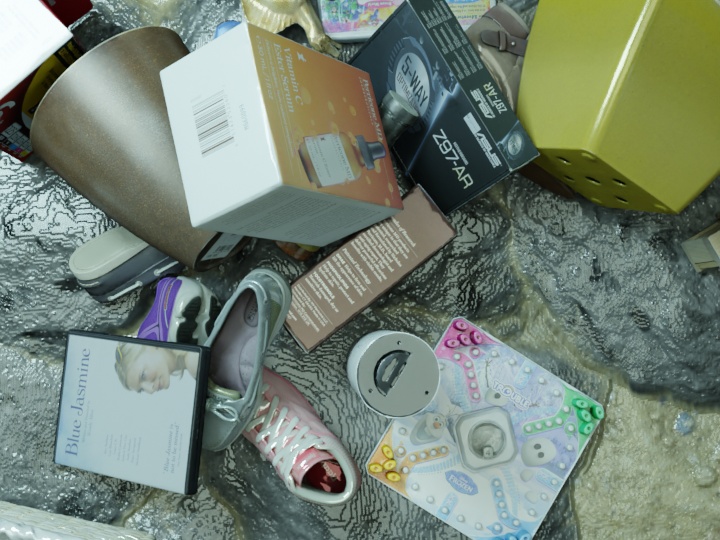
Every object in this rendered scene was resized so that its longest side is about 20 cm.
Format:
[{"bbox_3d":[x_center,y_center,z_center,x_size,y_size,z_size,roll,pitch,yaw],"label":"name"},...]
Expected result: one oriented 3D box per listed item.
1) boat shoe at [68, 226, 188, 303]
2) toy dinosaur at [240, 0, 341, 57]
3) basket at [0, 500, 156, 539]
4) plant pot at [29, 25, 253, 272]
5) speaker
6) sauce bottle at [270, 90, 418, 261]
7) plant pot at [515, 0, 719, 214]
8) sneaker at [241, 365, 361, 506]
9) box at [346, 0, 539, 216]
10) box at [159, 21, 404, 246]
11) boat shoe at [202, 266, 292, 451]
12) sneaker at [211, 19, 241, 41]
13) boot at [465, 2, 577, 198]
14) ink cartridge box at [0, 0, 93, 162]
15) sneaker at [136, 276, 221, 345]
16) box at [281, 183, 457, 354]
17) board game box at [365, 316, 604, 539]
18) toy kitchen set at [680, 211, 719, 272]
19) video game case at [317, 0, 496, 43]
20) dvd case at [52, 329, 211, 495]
[{"bbox_3d":[-0.209,-0.028,1.120,0.199,0.073,0.063,-26,132,-11],"label":"boat shoe"},{"bbox_3d":[-0.098,-0.304,1.118,0.199,0.058,0.102,28,81,3],"label":"toy dinosaur"},{"bbox_3d":[-0.319,0.341,1.028,0.197,0.161,0.201,13,86,-3],"label":"basket"},{"bbox_3d":[-0.189,-0.102,1.032,0.187,0.187,0.200,-40,79,-5],"label":"plant pot"},{"bbox_3d":[0.028,0.100,1.047,0.081,0.200,0.082,0,87,-4],"label":"speaker"},{"bbox_3d":[-0.017,-0.099,1.092,0.066,0.066,0.200,44,107,-1],"label":"sauce bottle"},{"bbox_3d":[0.271,-0.168,1.053,0.199,0.200,0.177,30,84,-25],"label":"plant pot"},{"bbox_3d":[-0.075,0.169,1.085,0.200,0.105,0.075,44,86,1],"label":"sneaker"},{"bbox_3d":[0.078,-0.167,1.087,0.043,0.160,0.201,-31,90,-30],"label":"box"},{"bbox_3d":[-0.068,-0.117,0.968,0.106,0.200,0.153,-22,75,30],"label":"box"},{"bbox_3d":[-0.129,0.093,1.036,0.074,0.065,0.203,29,108,11],"label":"boat shoe"},{"bbox_3d":[-0.109,-0.175,1.110,0.078,0.089,0.201,-19,86,-5],"label":"sneaker"},{"bbox_3d":[0.188,-0.191,1.141,0.200,0.070,0.147,34,78,-15],"label":"boot"},{"bbox_3d":[-0.324,-0.209,1.039,0.175,0.200,0.084,-43,91,-4],"label":"ink cartridge box"},{"bbox_3d":[-0.204,0.103,1.105,0.083,0.080,0.201,21,97,40],"label":"sneaker"},{"bbox_3d":[0.000,0.000,1.102,0.200,0.100,0.075,-36,90,-6],"label":"box"},{"bbox_3d":[0.138,0.185,1.138,0.199,0.026,0.201,32,85,-1],"label":"board game box"},{"bbox_3d":[0.493,-0.014,1.107,0.199,0.163,0.181,-30,89,-5],"label":"toy kitchen set"},{"bbox_3d":[0.048,-0.349,1.165,0.199,0.024,0.183,-4,87,-5],"label":"video game case"},{"bbox_3d":[-0.235,0.139,1.058,0.199,0.018,0.144,4,87,35],"label":"dvd case"}]
